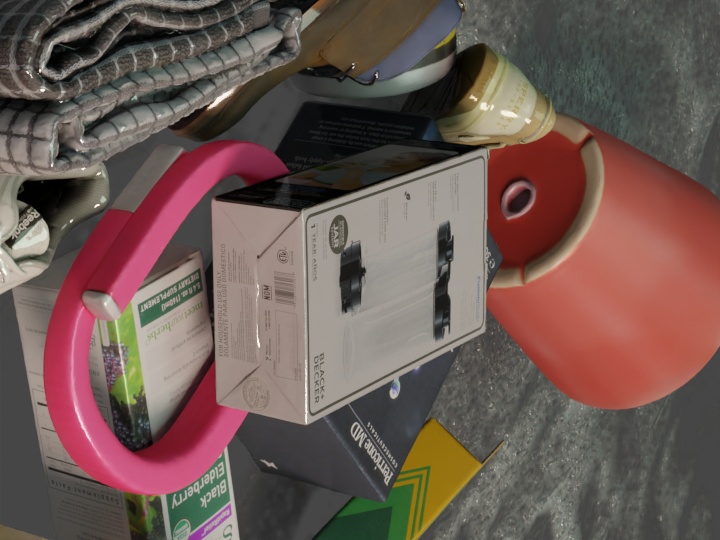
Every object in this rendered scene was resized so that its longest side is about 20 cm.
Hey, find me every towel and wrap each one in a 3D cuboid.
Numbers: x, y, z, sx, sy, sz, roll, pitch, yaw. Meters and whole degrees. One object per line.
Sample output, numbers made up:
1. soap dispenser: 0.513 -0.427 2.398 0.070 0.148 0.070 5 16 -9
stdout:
1. towel: -0.141 -0.113 0.822 0.200 0.164 0.087 -34 120 -48

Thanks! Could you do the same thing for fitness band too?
1. fitness band: -0.090 0.021 0.902 0.201 0.037 0.144 -58 139 -32

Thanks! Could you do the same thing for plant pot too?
1. plant pot: 0.167 -0.019 1.309 0.177 0.199 0.203 32 71 -44

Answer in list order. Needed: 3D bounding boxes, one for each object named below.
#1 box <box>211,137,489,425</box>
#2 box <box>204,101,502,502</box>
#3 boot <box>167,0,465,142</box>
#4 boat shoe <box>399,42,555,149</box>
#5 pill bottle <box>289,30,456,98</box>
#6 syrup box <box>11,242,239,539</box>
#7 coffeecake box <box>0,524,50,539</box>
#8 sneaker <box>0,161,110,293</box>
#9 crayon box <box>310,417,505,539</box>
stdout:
1. box: 0.000 0.000 0.958 0.199 0.060 0.118 -23 117 -54
2. box: -0.011 0.018 1.103 0.201 0.106 0.149 -62 143 -25
3. boot: -0.017 -0.123 0.967 0.200 0.074 0.097 -48 124 -14
4. boat shoe: 0.072 -0.109 1.139 0.063 0.201 0.074 29 85 -12
5. pill bottle: -0.001 -0.216 1.053 0.111 0.110 0.202 -34 126 -48
6. syrup box: -0.128 0.090 0.967 0.079 0.081 0.202 -31 122 -49
7. coffeecake box: -0.127 0.240 0.942 0.073 0.152 0.201 -56 139 -32
8. sneaker: -0.202 -0.009 0.832 0.200 0.080 0.076 -46 136 -39
9. crayon box: 0.004 0.182 1.161 0.200 0.052 0.126 -40 169 -45
